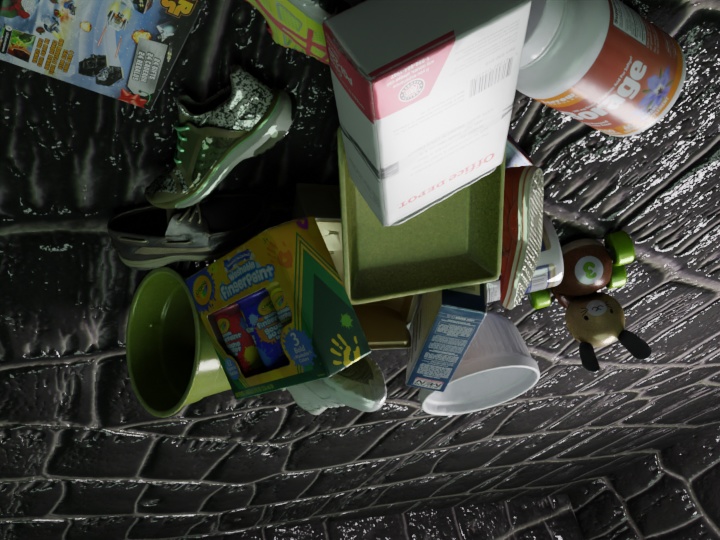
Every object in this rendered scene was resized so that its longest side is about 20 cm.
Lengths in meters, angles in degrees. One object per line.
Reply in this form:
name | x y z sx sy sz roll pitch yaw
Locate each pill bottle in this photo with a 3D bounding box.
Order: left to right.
pill bottle | 0.184 -0.009 0.903 0.199 0.112 0.111 -14 148 2
pill bottle | 0.213 -0.210 0.595 0.199 0.113 0.112 11 141 -33

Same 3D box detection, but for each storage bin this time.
storage bin | 0.000 0.000 0.806 0.197 0.094 0.201 1 123 -20

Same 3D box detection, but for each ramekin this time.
ramekin | 0.183 0.153 1.011 0.199 0.106 0.201 -10 150 -6

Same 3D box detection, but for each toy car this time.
toy car | 0.380 0.063 1.000 0.163 0.201 0.158 -16 148 5

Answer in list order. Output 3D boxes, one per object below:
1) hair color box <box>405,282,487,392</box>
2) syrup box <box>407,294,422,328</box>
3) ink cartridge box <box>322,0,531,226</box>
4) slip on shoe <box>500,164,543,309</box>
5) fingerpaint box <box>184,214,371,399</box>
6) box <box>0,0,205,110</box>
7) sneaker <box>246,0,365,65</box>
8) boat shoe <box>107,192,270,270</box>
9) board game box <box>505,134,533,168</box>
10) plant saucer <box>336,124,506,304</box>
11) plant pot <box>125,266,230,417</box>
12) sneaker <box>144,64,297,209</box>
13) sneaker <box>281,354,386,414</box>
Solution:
hair color box | 0.112 0.070 0.830 0.060 0.100 0.201 11 141 -3
syrup box | 0.108 0.059 1.012 0.079 0.082 0.199 -34 141 32
ink cartridge box | 0.058 -0.147 0.543 0.145 0.085 0.200 -29 152 -9
slip on shoe | 0.199 -0.042 0.805 0.061 0.074 0.201 15 123 33
fingerpaint box | -0.105 0.051 0.717 0.073 0.168 0.199 -23 -179 -44
box | -0.199 -0.230 0.488 0.136 0.040 0.200 14 139 -34
sneaker | -0.036 -0.221 0.542 0.090 0.079 0.200 0 163 31
boat shoe | -0.207 -0.054 0.731 0.199 0.075 0.073 -16 148 4
board game box | 0.124 -0.149 0.749 0.103 0.020 0.200 -32 143 26
plant saucer | 0.065 -0.076 0.698 0.199 0.048 0.201 -9 110 -18
plant pot | -0.206 0.101 0.891 0.189 0.201 0.200 5 146 -45
sneaker | -0.163 -0.141 0.628 0.199 0.077 0.089 -33 130 20
sneaker | -0.042 0.156 0.835 0.078 0.199 0.100 -21 118 -41
